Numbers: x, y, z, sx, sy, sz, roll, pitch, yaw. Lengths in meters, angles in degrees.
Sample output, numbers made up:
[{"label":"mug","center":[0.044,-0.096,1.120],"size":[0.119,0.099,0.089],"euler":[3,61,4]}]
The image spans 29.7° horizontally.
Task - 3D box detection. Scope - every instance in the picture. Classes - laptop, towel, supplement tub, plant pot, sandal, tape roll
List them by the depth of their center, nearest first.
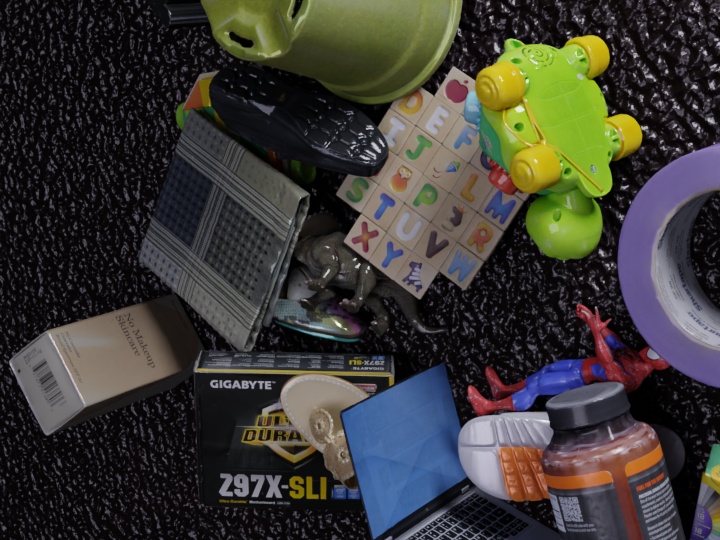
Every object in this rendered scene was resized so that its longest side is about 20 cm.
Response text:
[{"label":"tape roll","center":[0.320,-0.008,1.120],"size":[0.199,0.085,0.201],"euler":[9,107,32]},{"label":"supplement tub","center":[0.220,0.202,1.175],"size":[0.107,0.107,0.201],"euler":[-12,95,35]},{"label":"plant pot","center":[-0.040,-0.253,1.232],"size":[0.200,0.184,0.202],"euler":[4,97,36]},{"label":"laptop","center":[0.096,0.199,1.256],"size":[0.199,0.187,0.116],"euler":[27,116,27]},{"label":"sandal","center":[0.194,0.171,1.260],"size":[0.205,0.059,0.080],"euler":[1,96,9]},{"label":"sandal","center":[0.009,0.183,1.307],"size":[0.212,0.070,0.078],"euler":[43,104,-8]},{"label":"towel","center":[-0.139,-0.041,1.396],"size":[0.200,0.034,0.193],"euler":[39,117,34]}]

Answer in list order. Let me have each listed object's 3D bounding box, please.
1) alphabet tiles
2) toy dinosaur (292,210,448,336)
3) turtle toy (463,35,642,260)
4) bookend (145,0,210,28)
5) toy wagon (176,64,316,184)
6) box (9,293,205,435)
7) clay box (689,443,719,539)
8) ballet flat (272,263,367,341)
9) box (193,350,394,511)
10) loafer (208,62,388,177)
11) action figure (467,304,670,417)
[{"label":"alphabet tiles","center":[0.072,-0.082,1.283],"size":[0.166,0.006,0.200],"euler":[38,102,22]},{"label":"toy dinosaur","center":[0.000,0.000,1.337],"size":[0.199,0.103,0.077],"euler":[19,151,13]},{"label":"turtle toy","center":[0.163,-0.106,1.182],"size":[0.101,0.145,0.201],"euler":[-23,88,55]},{"label":"bookend","center":[-0.171,-0.386,1.359],"size":[0.200,0.092,0.199],"euler":[-45,77,31]},{"label":"toy wagon","center":[-0.119,-0.111,1.420],"size":[0.155,0.040,0.201],"euler":[-3,99,35]},{"label":"box","center":[-0.268,0.098,1.471],"size":[0.078,0.200,0.095],"euler":[-35,82,35]},{"label":"clay box","center":[0.346,0.254,1.185],"size":[0.115,0.048,0.201],"euler":[18,110,32]},{"label":"ballet flat","center":[-0.079,0.025,1.413],"size":[0.199,0.069,0.072],"euler":[10,100,36]},{"label":"box","center":[-0.066,0.163,1.376],"size":[0.199,0.049,0.160],"euler":[2,115,1]},{"label":"loafer","center":[-0.059,-0.139,1.324],"size":[0.200,0.068,0.071],"euler":[26,149,21]},{"label":"action figure","center":[0.185,0.073,1.238],"size":[0.199,0.065,0.099],"euler":[-12,108,35]}]
